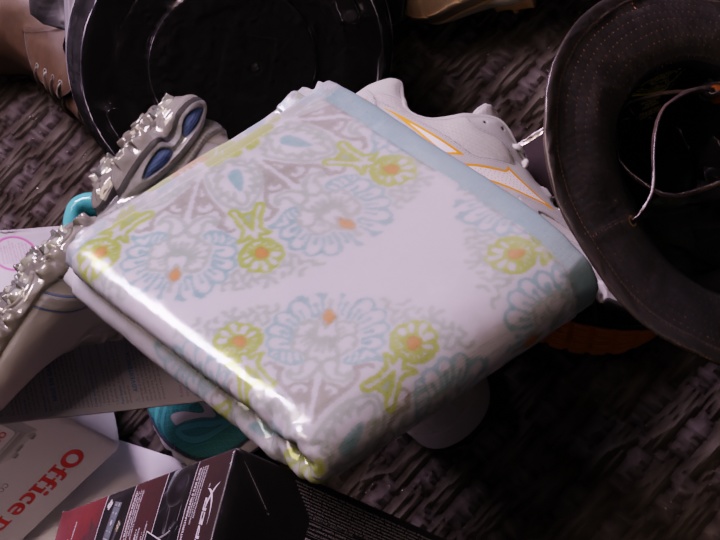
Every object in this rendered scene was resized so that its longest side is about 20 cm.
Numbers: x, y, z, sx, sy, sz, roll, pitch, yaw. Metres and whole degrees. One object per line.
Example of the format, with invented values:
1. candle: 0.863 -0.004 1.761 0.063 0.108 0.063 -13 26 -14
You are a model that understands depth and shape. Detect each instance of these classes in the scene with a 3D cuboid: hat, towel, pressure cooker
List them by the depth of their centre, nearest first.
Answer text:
1. towel: -0.017 0.003 1.365 0.171 0.048 0.200 -35 48 -24
2. hat: 0.153 -0.031 1.416 0.081 0.200 0.202 -36 38 54
3. pressure cooker: -0.078 -0.143 1.603 0.179 0.176 0.200 -43 20 12

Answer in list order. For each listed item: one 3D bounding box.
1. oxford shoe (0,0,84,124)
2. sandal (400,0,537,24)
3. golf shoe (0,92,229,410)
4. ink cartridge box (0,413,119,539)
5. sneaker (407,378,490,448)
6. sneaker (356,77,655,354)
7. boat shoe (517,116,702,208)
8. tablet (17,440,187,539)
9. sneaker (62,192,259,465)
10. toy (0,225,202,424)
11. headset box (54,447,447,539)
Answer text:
1. oxford shoe: -0.173 -0.128 1.751 0.199 0.073 0.085 -1 63 35
2. sandal: 0.085 -0.174 1.606 0.200 0.054 0.081 -9 69 52
3. golf shoe: -0.118 0.009 1.465 0.200 0.097 0.078 -50 12 -19
4. ink cartridge box: -0.247 0.072 1.564 0.146 0.200 0.083 -43 41 19
5. sneaker: 0.000 0.000 1.538 0.073 0.085 0.200 -42 45 7
6. sneaker: 0.070 -0.035 1.476 0.199 0.076 0.092 27 64 6
7. boat shoe: 0.140 -0.080 1.504 0.199 0.065 0.073 -28 49 18
8. tablet: -0.117 0.158 1.564 0.199 0.014 0.131 14 70 40
9. sneaker: -0.108 0.032 1.594 0.077 0.080 0.200 -42 47 3
10. toy: -0.129 0.033 1.519 0.199 0.047 0.116 -8 55 -15
11. headset box: -0.053 0.159 1.388 0.200 0.148 0.078 -23 46 57
